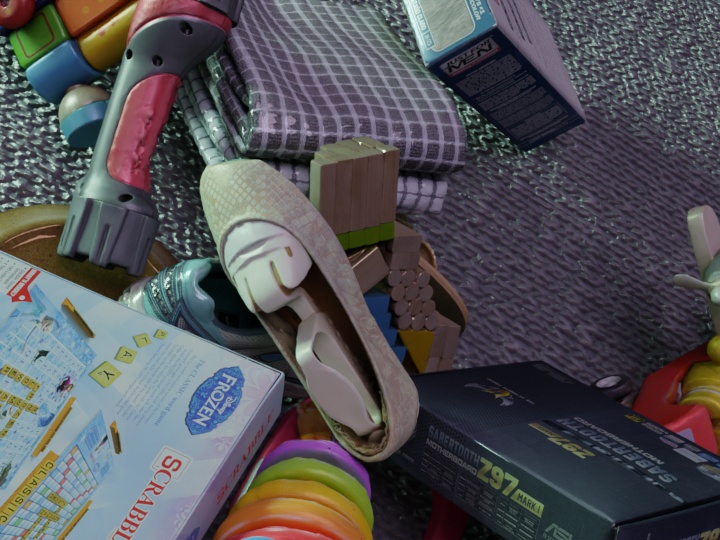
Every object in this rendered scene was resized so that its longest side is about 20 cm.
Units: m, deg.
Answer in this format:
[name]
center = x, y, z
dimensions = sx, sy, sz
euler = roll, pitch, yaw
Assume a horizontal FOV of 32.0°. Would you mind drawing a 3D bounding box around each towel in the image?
[towel]
center = -0.035, -0.128, 0.874
dimensions = 0.164, 0.086, 0.201
euler = 0, 41, -27

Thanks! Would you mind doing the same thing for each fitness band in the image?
[fitness band]
center = -0.009, 0.164, 0.810
dimensions = 0.143, 0.037, 0.201
euler = 35, 58, -5

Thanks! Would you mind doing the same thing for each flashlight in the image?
[flashlight]
center = -0.128, -0.097, 0.785
dimensions = 0.067, 0.068, 0.202
euler = 17, 85, -16

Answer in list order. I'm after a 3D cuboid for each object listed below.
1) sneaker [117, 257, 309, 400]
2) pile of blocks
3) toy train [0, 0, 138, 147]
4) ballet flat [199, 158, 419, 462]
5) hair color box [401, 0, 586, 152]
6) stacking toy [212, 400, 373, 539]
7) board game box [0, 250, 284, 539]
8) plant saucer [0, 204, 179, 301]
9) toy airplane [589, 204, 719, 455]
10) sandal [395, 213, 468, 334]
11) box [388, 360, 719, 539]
[sneaker]
center = -0.051, 0.033, 0.807
dimensions = 0.199, 0.086, 0.078
euler = 6, 64, -42
[pile of blocks]
center = 0.000, 0.000, 0.806
dimensions = 0.082, 0.201, 0.062
euler = -36, 36, -19
[toy train]
center = -0.145, -0.177, 0.844
dimensions = 0.116, 0.199, 0.085
euler = 64, 19, 8
[ballet flat]
center = -0.030, 0.022, 0.722
dimensions = 0.201, 0.067, 0.062
euler = 54, 24, -6
[hair color box]
center = 0.098, -0.171, 0.939
dimensions = 0.200, 0.060, 0.101
euler = 27, 41, -60
[stacking toy]
center = -0.031, 0.143, 0.727
dimensions = 0.116, 0.110, 0.201
euler = 41, 30, -17
[board game box]
center = -0.172, 0.098, 0.678
dimensions = 0.198, 0.041, 0.200
euler = 22, 49, 13
[plant saucer]
center = -0.186, 0.039, 0.799
dimensions = 0.198, 0.035, 0.202
euler = 9, 62, -18
[toy airplane]
center = 0.277, 0.080, 0.901
dimensions = 0.199, 0.141, 0.201
euler = 28, 72, -33
[sandal]
center = -0.002, -0.039, 0.891
dimensions = 0.211, 0.078, 0.070
euler = 30, 58, 2
[box]
center = 0.125, 0.119, 0.773
dimensions = 0.157, 0.051, 0.199
euler = -3, 21, -41
